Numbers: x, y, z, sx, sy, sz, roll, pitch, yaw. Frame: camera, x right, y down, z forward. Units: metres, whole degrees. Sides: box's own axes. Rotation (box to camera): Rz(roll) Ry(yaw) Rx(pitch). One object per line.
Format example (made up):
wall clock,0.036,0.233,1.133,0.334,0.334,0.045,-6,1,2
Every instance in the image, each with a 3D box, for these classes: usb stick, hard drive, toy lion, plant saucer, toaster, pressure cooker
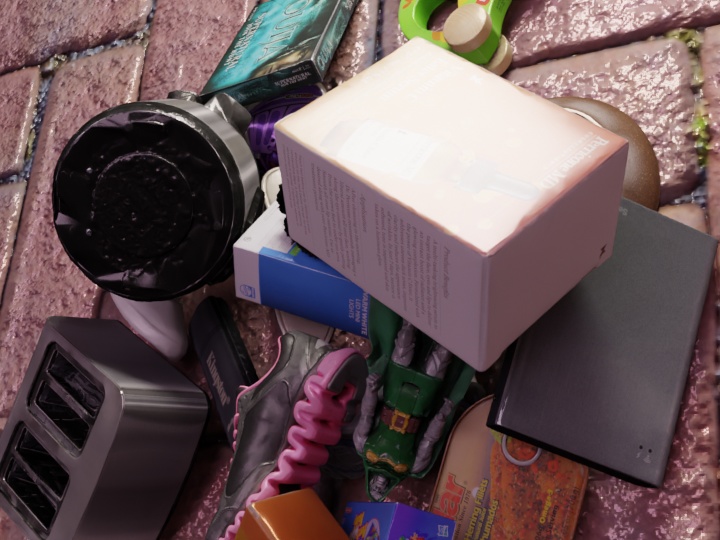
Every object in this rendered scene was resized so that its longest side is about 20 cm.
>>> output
usb stick,-0.123,0.098,0.937,0.056,0.032,0.201,-54,38,18
hard drive,0.187,0.045,0.761,0.138,0.033,0.203,21,75,-9
toy lion,0.103,-0.306,1.004,0.191,0.068,0.202,25,83,43
plant saucer,0.160,-0.072,0.877,0.198,0.037,0.203,-13,62,25
toaster,-0.244,0.163,0.933,0.199,0.118,0.183,31,101,37
pressure cooker,-0.179,-0.075,0.930,0.173,0.200,0.182,-8,100,1

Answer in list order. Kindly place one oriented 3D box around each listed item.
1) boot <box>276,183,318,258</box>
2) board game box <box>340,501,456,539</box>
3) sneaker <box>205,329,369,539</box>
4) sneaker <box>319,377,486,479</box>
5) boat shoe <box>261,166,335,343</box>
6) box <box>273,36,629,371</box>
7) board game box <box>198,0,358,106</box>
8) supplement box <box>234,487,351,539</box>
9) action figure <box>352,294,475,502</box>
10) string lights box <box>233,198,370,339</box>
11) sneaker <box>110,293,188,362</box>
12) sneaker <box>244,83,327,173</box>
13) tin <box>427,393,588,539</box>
boot,0.036,-0.050,0.823,0.161,0.074,0.198,-23,41,-29
board game box,0.008,0.243,0.734,0.044,0.200,0.136,18,75,-6
sneaker,-0.074,0.138,0.812,0.095,0.079,0.202,29,86,32
sneaker,0.015,0.118,0.866,0.198,0.075,0.088,-22,43,16
boat shoe,-0.058,-0.005,0.969,0.066,0.057,0.203,-10,65,-4
box,0.061,-0.055,0.704,0.152,0.107,0.199,-36,52,-28
board game box,-0.079,-0.242,1.043,0.133,0.028,0.201,-13,36,24
supplement box,-0.076,0.271,0.787,0.067,0.068,0.202,44,123,36
action figure,0.040,0.092,0.774,0.117,0.055,0.203,19,108,9
string lights box,0.000,0.000,0.864,0.197,0.060,0.103,17,39,19
sneaker,-0.210,0.004,1.032,0.088,0.075,0.201,-38,49,2
sneaker,-0.116,-0.126,1.036,0.199,0.081,0.084,-37,61,10
tin,0.106,0.194,0.765,0.110,0.042,0.203,18,76,6
